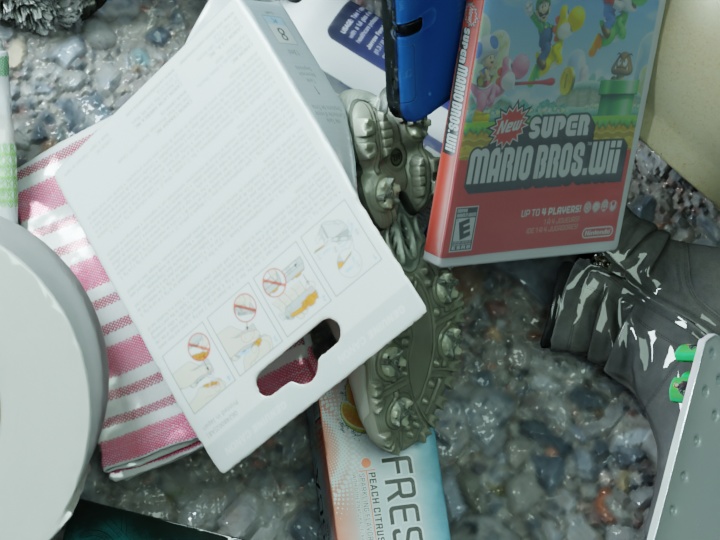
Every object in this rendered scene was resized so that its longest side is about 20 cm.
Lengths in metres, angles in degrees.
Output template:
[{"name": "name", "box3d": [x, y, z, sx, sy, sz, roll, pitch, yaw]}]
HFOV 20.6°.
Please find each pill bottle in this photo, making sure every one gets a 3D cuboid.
[{"name": "pill bottle", "box3d": [-0.006, -0.095, 1.170, 0.199, 0.111, 0.112, 31, 73, 1]}]

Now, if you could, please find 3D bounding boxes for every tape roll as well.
[{"name": "tape roll", "box3d": [-0.236, 0.067, 1.050, 0.200, 0.139, 0.205, 0, 94, -4]}]

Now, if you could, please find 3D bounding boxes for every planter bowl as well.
[{"name": "planter bowl", "box3d": [0.219, -0.121, 1.182, 0.200, 0.200, 0.135, 42, 101, 5]}]

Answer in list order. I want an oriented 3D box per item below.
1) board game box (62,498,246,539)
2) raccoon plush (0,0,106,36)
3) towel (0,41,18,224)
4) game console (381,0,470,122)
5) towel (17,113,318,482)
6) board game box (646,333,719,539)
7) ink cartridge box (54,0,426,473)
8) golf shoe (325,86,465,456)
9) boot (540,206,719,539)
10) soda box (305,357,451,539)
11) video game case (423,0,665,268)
[{"name": "board game box", "box3d": [-0.080, 0.213, 1.079, 0.198, 0.028, 0.137, 11, 79, 14]}, {"name": "raccoon plush", "box3d": [-0.215, -0.195, 1.155, 0.198, 0.134, 0.098, -19, 79, -12]}, {"name": "towel", "box3d": [-0.268, -0.027, 1.126, 0.148, 0.031, 0.202, -3, 93, -8]}, {"name": "game console", "box3d": [0.039, -0.208, 1.079, 0.118, 0.172, 0.200, 24, 45, 32]}, {"name": "towel", "box3d": [-0.116, 0.003, 1.132, 0.145, 0.030, 0.202, -26, 78, 19]}, {"name": "board game box", "box3d": [0.219, 0.166, 1.117, 0.199, 0.026, 0.202, 32, 68, -37]}, {"name": "ink cartridge box", "box3d": [-0.060, -0.019, 1.060, 0.160, 0.047, 0.201, -39, 73, 26]}, {"name": "golf shoe", "box3d": [0.000, 0.000, 1.104, 0.078, 0.097, 0.202, -11, 99, -47]}, {"name": "boot", "box3d": [0.165, 0.063, 1.182, 0.131, 0.070, 0.201, 20, 64, 3]}, {"name": "soda box", "box3d": [0.014, 0.149, 1.130, 0.068, 0.064, 0.202, -6, 76, -9]}, {"name": "video game case", "box3d": [0.106, -0.103, 1.080, 0.142, 0.017, 0.202, -6, 112, -40]}]
